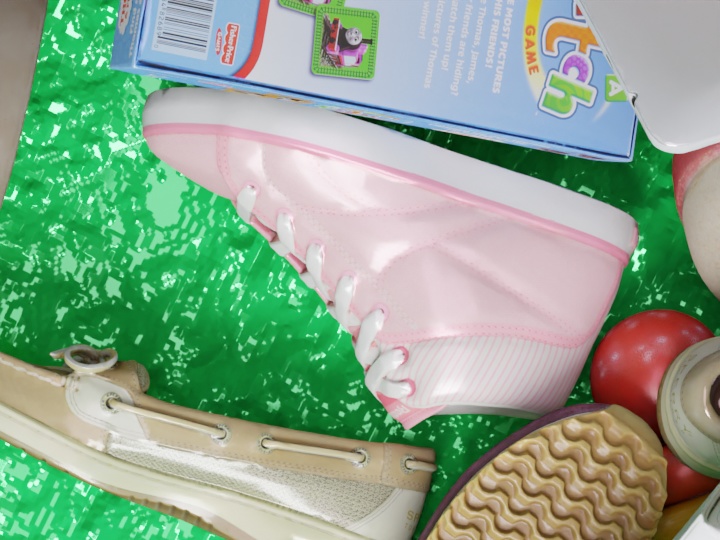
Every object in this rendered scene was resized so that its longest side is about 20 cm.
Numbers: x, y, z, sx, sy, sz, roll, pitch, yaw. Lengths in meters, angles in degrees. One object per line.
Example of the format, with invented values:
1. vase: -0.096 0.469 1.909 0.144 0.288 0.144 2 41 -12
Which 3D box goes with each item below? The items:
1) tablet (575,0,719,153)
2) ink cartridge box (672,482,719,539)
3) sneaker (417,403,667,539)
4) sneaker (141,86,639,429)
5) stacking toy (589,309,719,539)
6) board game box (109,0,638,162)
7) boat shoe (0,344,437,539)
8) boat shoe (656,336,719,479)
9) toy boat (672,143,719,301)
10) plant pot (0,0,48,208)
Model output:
1. tablet: 0.172 -0.114 0.721 0.199 0.014 0.131 -18 52 -5
2. ink cartridge box: 0.124 0.189 0.716 0.147 0.086 0.200 39 111 9
3. sneaker: 0.040 0.131 0.796 0.075 0.090 0.200 39 90 0
4. sneaker: 0.000 0.000 0.806 0.199 0.075 0.105 18 85 -2
5. stacking toy: 0.141 0.111 0.805 0.085 0.085 0.201 -18 82 2
6. board game box: 0.018 -0.130 0.758 0.199 0.037 0.152 9 90 -23
7. boat shoe: -0.070 0.063 0.814 0.200 0.073 0.063 22 83 0
8. boat shoe: 0.210 0.051 0.751 0.199 0.065 0.073 4 82 -3
9. toy boat: 0.216 -0.053 0.790 0.199 0.131 0.131 -7 59 2
10. plant pot: -0.209 -0.089 0.773 0.173 0.200 0.201 12 90 -13
